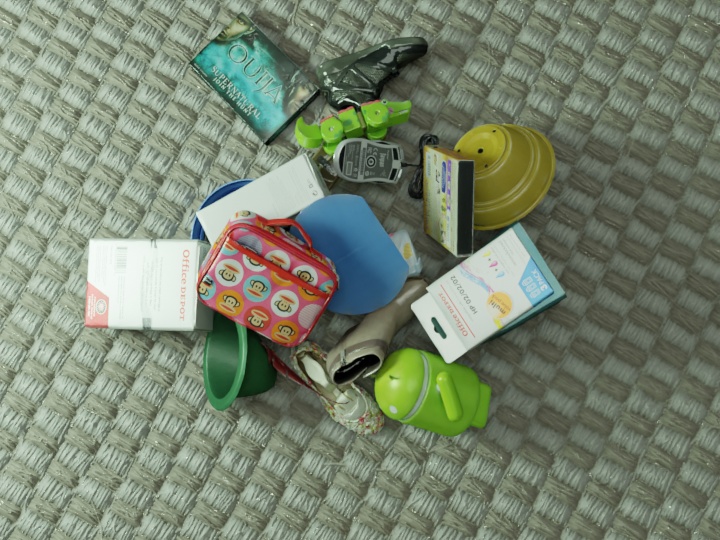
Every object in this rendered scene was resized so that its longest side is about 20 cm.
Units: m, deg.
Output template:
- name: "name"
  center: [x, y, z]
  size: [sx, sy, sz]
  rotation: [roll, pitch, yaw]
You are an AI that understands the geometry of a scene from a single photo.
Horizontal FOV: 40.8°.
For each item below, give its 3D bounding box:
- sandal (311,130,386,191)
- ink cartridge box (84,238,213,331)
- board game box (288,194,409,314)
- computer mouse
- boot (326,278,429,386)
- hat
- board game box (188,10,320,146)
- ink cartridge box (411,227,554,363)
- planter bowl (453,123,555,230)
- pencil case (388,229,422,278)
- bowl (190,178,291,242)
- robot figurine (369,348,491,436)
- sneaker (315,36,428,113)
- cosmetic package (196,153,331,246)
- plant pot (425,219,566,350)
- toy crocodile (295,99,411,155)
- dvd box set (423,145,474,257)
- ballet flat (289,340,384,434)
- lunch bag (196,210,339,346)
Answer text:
- name: "sandal"
  center: [-0.042, -0.177, 1.639]
  size: [0.200, 0.054, 0.080]
  rotation: [-44, 78, -10]
- name: "ink cartridge box"
  center: [-0.341, 0.025, 1.585]
  size: [0.196, 0.084, 0.147]
  rotation: [1, 86, 15]
- name: "board game box"
  center: [-0.019, -0.029, 1.525]
  size: [0.157, 0.039, 0.201]
  rotation: [-30, 104, 22]
- name: "computer mouse"
  center: [0.037, -0.181, 1.603]
  size: [0.197, 0.044, 0.112]
  rotation: [4, 99, -29]
- name: "boot"
  center: [0.029, 0.104, 1.534]
  size: [0.199, 0.147, 0.070]
  rotation: [-39, 105, 19]
- name: "hat"
  center: [-0.148, 0.159, 1.591]
  size: [0.174, 0.166, 0.202]
  rotation: [9, 51, -30]
- name: "board game box"
  center: [-0.184, -0.334, 1.682]
  size: [0.135, 0.028, 0.200]
  rotation: [-44, 82, -3]
- name: "ink cartridge box"
  center: [0.180, 0.042, 1.464]
  size: [0.199, 0.068, 0.116]
  rotation: [-35, 81, 8]
- name: "planter bowl"
  center: [0.208, -0.174, 1.566]
  size: [0.198, 0.083, 0.203]
  rotation: [-18, 53, 24]
- name: "pencil case"
  center: [0.000, 0.000, 1.594]
  size: [0.197, 0.091, 0.084]
  rotation: [-19, 119, -2]
- name: "bowl"
  center: [-0.186, -0.052, 1.635]
  size: [0.197, 0.039, 0.204]
  rotation: [0, 82, 3]
- name: "robot figurine"
  center: [0.109, 0.192, 1.530]
  size: [0.198, 0.175, 0.118]
  rotation: [20, 75, -24]
- name: "sneaker"
  center: [0.031, -0.323, 1.651]
  size: [0.196, 0.076, 0.116]
  rotation: [-20, 83, 2]
- name: "cosmetic package"
  center: [-0.151, -0.102, 1.551]
  size: [0.198, 0.113, 0.082]
  rotation: [-26, 88, 4]
- name: "plant pot"
  center: [0.205, 0.041, 1.559]
  size: [0.198, 0.141, 0.143]
  rotation: [-33, 82, 2]
- name: "toy crocodile"
  center: [-0.010, -0.243, 1.592]
  size: [0.197, 0.068, 0.063]
  rotation: [-18, 73, -2]
- name: "dvd box set"
  center: [0.137, -0.114, 1.531]
  size: [0.029, 0.200, 0.149]
  rotation: [-3, 103, -10]
- name: "ballet flat"
  center: [-0.044, 0.196, 1.581]
  size: [0.200, 0.064, 0.076]
  rotation: [42, 90, 7]
- name: "lunch bag"
  center: [-0.136, 0.004, 1.485]
  size: [0.198, 0.082, 0.177]
  rotation: [29, 109, -15]
